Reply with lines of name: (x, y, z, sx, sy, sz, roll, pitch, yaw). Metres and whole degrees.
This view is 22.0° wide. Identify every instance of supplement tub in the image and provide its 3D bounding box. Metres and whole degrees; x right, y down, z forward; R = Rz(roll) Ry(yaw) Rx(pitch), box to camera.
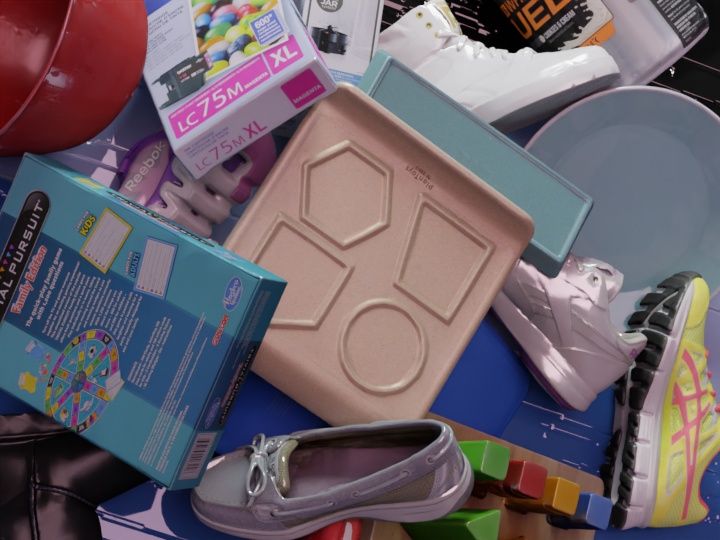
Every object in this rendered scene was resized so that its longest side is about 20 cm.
supplement tub: (0.166, -0.228, 1.435, 0.122, 0.123, 0.201, -39, 90, -18)

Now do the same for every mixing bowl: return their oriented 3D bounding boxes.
mixing bowl: (-0.220, -0.161, 1.303, 0.108, 0.199, 0.202, 20, 73, -42)

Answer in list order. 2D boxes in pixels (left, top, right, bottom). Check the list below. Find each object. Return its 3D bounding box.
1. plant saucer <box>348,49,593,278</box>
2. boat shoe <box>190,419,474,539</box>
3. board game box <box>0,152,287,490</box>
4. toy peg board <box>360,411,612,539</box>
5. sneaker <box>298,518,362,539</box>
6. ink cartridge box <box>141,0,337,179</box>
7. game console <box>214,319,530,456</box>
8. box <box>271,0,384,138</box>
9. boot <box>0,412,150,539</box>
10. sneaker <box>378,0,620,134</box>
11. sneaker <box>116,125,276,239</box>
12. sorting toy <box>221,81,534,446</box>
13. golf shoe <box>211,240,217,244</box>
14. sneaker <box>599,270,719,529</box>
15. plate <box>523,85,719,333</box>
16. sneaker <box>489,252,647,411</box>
plant saucer: (0.080, -0.077, 1.331, 0.199, 0.019, 0.070, 34, 71, -12)
boat shoe: (-0.025, 0.135, 1.255, 0.200, 0.065, 0.075, -4, 46, 20)
board game box: (-0.166, 0.032, 1.242, 0.199, 0.047, 0.152, 27, 96, 21)
toy peg board: (0.102, 0.219, 1.313, 0.198, 0.097, 0.202, 23, 74, -30)
sneaker: (-0.085, 0.232, 1.285, 0.115, 0.078, 0.201, 28, 92, -4)
ink cartridge box: (-0.101, -0.165, 1.318, 0.119, 0.042, 0.201, -32, 43, 6)
game console: (0.004, 0.099, 1.384, 0.170, 0.119, 0.201, 27, 71, 24)
box: (-0.021, -0.206, 1.385, 0.059, 0.117, 0.202, 10, 76, -12)
boot: (-0.189, 0.179, 1.290, 0.196, 0.073, 0.164, -4, 78, -8)
sneaker: (0.087, -0.159, 1.393, 0.198, 0.074, 0.117, -18, 80, 16)
sneaker: (-0.152, -0.045, 1.346, 0.200, 0.080, 0.088, -48, 49, 0)
sorting toy: (0.000, 0.000, 1.292, 0.184, 0.036, 0.201, 35, 82, -12)
golf shoe: (-0.087, 0.023, 1.305, 0.198, 0.077, 0.089, -10, 120, -11)
sneaker: (0.244, 0.102, 1.418, 0.089, 0.078, 0.202, 11, 91, -14)
plate: (0.204, -0.046, 1.424, 0.198, 0.026, 0.202, -1, 111, -4)
sneaker: (0.135, 0.004, 1.388, 0.099, 0.075, 0.201, -37, 100, 6)
